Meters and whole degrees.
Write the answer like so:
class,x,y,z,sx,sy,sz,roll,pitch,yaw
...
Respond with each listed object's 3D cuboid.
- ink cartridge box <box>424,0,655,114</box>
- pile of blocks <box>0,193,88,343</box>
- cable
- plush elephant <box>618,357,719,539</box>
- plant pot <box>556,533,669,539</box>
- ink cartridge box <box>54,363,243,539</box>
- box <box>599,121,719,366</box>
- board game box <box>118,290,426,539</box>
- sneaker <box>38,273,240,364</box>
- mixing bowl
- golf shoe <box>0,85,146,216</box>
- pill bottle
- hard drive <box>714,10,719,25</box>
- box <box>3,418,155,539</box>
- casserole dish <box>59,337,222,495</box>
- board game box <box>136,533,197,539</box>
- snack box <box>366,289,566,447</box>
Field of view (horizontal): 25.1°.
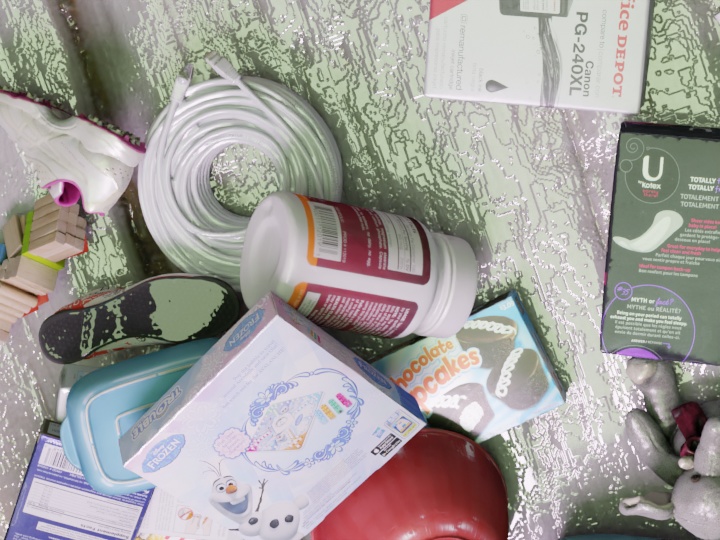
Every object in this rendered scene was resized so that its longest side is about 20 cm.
class,x,y,z,sx,sy,sz,roll,pitch,yaw
ink cartridge box,0.164,-0.223,1.455,0.197,0.083,0.147,5,102,10
pile of blocks,-0.332,0.000,1.612,0.062,0.083,0.200,27,122,-40
cable,-0.116,-0.085,1.542,0.199,0.069,0.201,33,105,1
plush elephant,0.319,0.176,1.467,0.163,0.155,0.203,3,101,10
plant pot,0.226,0.336,1.502,0.159,0.200,0.203,10,103,23
ink cartridge box,-0.199,0.178,1.561,0.197,0.047,0.162,7,119,-9
box,0.284,-0.027,1.459,0.121,0.106,0.203,6,102,10
board game box,-0.078,0.144,1.446,0.200,0.044,0.199,-43,125,14
sneaker,-0.204,0.038,1.563,0.199,0.108,0.068,-14,98,10
mixing bowl,0.060,0.261,1.517,0.198,0.109,0.202,-5,114,-12
golf shoe,-0.298,-0.116,1.540,0.199,0.075,0.092,23,94,31
pill bottle,0.000,0.000,1.474,0.198,0.114,0.115,11,106,-28
hard drive,0.427,-0.184,1.444,0.131,0.027,0.201,-35,92,14
box,-0.274,0.243,1.548,0.120,0.033,0.202,17,116,-12
casserole dish,-0.177,0.136,1.484,0.198,0.039,0.123,-15,96,-12
board game box,-0.197,0.201,1.623,0.200,0.046,0.152,-42,92,15
snack box,0.085,0.114,1.559,0.198,0.037,0.117,-27,95,14
